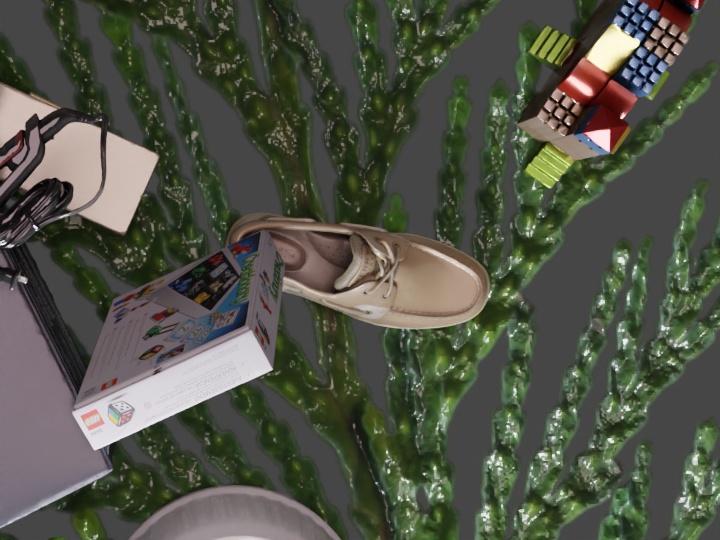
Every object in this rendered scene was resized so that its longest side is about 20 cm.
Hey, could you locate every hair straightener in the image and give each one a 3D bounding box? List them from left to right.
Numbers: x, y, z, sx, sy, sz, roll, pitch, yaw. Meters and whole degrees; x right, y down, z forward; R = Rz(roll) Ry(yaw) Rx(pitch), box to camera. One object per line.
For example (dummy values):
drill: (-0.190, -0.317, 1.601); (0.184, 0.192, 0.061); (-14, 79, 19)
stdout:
hair straightener: (-0.227, -0.025, 1.138); (0.200, 0.041, 0.077); (-41, 94, -9)

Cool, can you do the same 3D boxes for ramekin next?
ramekin: (-0.089, 0.259, 1.318); (0.200, 0.105, 0.201); (0, 90, -7)

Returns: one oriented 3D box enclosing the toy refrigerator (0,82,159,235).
toy refrigerator: (-0.245, -0.097, 1.310); (0.200, 0.076, 0.070); (24, 88, -6)

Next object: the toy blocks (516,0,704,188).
toy blocks: (0.189, -0.157, 1.332); (0.100, 0.137, 0.200); (35, 86, -6)

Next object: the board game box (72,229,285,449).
board game box: (-0.116, 0.041, 1.221); (0.126, 0.200, 0.035); (-24, 107, 8)

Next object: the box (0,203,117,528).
box: (-0.260, 0.062, 1.248); (0.123, 0.198, 0.200); (-26, 93, -6)

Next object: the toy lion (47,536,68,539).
toy lion: (-0.206, 0.286, 1.268); (0.192, 0.069, 0.200); (-20, 95, 38)

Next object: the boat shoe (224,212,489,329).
boat shoe: (0.000, 0.000, 1.346); (0.200, 0.065, 0.072); (14, 89, -7)
